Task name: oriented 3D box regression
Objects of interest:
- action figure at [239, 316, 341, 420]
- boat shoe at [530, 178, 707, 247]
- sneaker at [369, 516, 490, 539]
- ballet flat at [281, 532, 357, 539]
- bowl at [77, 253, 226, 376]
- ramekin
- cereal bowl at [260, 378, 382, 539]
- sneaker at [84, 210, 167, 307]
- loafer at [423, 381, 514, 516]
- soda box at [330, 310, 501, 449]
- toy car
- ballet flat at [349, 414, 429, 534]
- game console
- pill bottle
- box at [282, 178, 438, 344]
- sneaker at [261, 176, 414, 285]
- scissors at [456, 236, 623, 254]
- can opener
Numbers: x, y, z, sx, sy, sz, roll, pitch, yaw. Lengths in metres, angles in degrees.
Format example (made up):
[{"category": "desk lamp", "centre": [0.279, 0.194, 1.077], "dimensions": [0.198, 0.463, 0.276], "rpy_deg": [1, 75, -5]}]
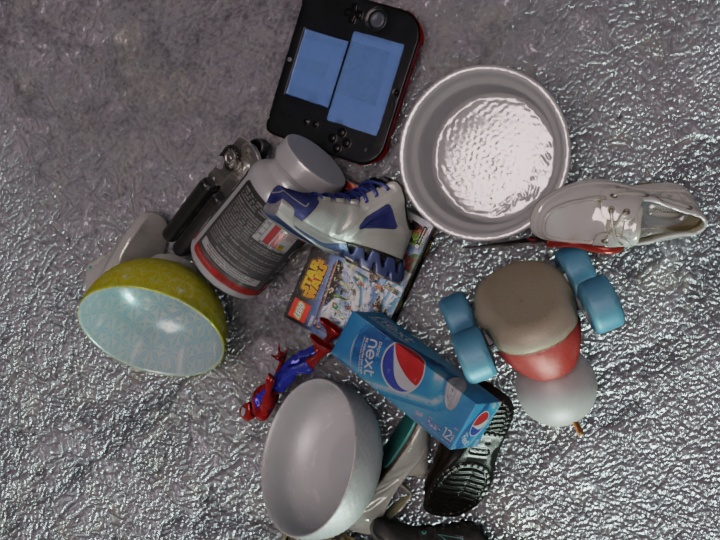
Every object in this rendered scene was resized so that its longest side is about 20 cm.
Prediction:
[{"category": "action figure", "centre": [-0.102, 0.138, 1.175], "dimensions": [0.052, 0.066, 0.200], "rpy_deg": [34, 123, -10]}, {"category": "boat shoe", "centre": [0.290, -0.059, 0.996], "dimensions": [0.199, 0.069, 0.071], "rpy_deg": [-7, 121, -10]}, {"category": "sneaker", "centre": [0.110, 0.344, 1.129], "dimensions": [0.199, 0.075, 0.080], "rpy_deg": [22, 88, 3]}, {"category": "ballet flat", "centre": [-0.014, 0.380, 1.166], "dimensions": [0.199, 0.075, 0.068], "rpy_deg": [22, 123, 16]}, {"category": "bowl", "centre": [-0.266, 0.043, 1.205], "dimensions": [0.199, 0.201, 0.108], "rpy_deg": [-5, 49, 19]}, {"category": "ramekin", "centre": [0.154, -0.136, 1.071], "dimensions": [0.199, 0.098, 0.202], "rpy_deg": [1, 94, 19]}, {"category": "cereal bowl", "centre": [-0.039, 0.241, 1.138], "dimensions": [0.200, 0.083, 0.201], "rpy_deg": [-26, 55, 45]}, {"category": "sneaker", "centre": [-0.346, -0.005, 1.267], "dimensions": [0.088, 0.075, 0.201], "rpy_deg": [36, 101, 33]}, {"category": "loafer", "centre": [0.133, 0.221, 1.118], "dimensions": [0.073, 0.071, 0.201], "rpy_deg": [17, 114, -15]}, {"category": "soda box", "centre": [0.063, 0.126, 1.061], "dimensions": [0.200, 0.068, 0.064], "rpy_deg": [35, 105, 32]}, {"category": "toy car", "centre": [0.217, 0.105, 1.055], "dimensions": [0.184, 0.177, 0.201], "rpy_deg": [-22, 114, 5]}, {"category": "ballet flat", "centre": [0.047, 0.260, 1.153], "dimensions": [0.069, 0.069, 0.200], "rpy_deg": [37, 107, 13]}, {"category": "game console", "centre": [-0.022, -0.250, 1.159], "dimensions": [0.176, 0.031, 0.201], "rpy_deg": [21, 99, 16]}, {"category": "pill bottle", "centre": [-0.117, -0.069, 1.146], "dimensions": [0.116, 0.116, 0.200], "rpy_deg": [48, 112, 11]}, {"category": "box", "centre": [0.000, 0.000, 1.160], "dimensions": [0.136, 0.040, 0.201], "rpy_deg": [28, 101, 14]}, {"category": "sneaker", "centre": [-0.012, -0.072, 1.074], "dimensions": [0.199, 0.080, 0.116], "rpy_deg": [26, 87, -28]}, {"category": "scissors", "centre": [0.212, -0.037, 1.052], "dimensions": [0.199, 0.073, 0.014], "rpy_deg": [-1, 118, 5]}, {"category": "can opener", "centre": [-0.190, -0.100, 1.218], "dimensions": [0.200, 0.067, 0.053], "rpy_deg": [-46, 74, 29]}]
